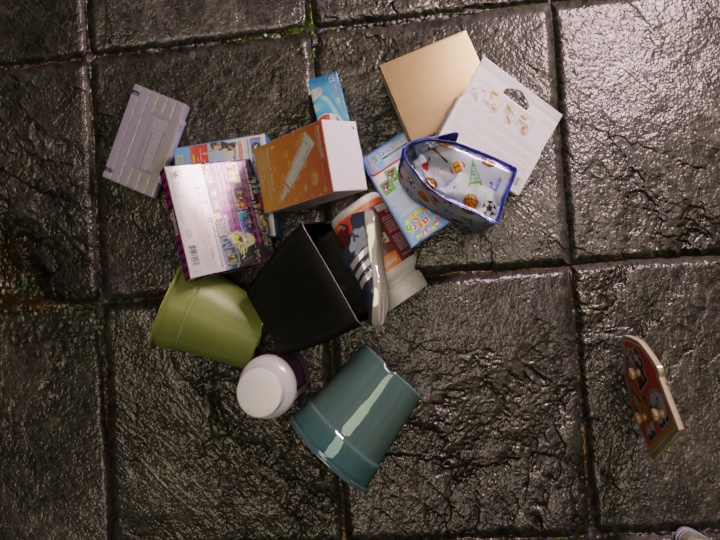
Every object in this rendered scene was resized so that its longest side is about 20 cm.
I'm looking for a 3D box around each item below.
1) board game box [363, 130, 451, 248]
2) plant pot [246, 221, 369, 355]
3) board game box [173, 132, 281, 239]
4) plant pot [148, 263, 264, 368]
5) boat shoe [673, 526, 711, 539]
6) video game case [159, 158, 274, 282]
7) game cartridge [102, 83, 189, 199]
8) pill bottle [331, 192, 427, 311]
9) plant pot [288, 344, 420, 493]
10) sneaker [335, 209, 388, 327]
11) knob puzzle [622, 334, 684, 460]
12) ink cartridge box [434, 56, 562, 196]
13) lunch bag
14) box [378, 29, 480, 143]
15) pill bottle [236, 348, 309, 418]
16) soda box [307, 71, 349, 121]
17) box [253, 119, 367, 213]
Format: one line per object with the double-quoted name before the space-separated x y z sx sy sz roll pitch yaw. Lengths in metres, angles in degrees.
"board game box" 0.110 -0.168 1.189 0.148 0.037 0.204 -30 85 3
"plant pot" -0.092 0.045 1.135 0.175 0.199 0.203 -34 86 15
"board game box" -0.266 -0.154 1.216 0.188 0.056 0.208 -7 88 6
"plant pot" -0.276 0.094 1.160 0.185 0.200 0.205 26 91 -7
"boat shoe" 0.671 0.544 1.104 0.195 0.062 0.074 26 91 4
"video game case" -0.260 -0.097 1.114 0.177 0.035 0.207 -14 87 -38
"game cartridge" -0.441 -0.264 1.248 0.126 0.038 0.206 21 90 2
"pill bottle" 0.038 -0.034 1.154 0.112 0.114 0.204 -32 85 4
"plant pot" 0.001 0.262 1.121 0.199 0.200 0.197 41 85 5
"sneaker" 0.000 0.000 1.073 0.081 0.075 0.208 -7 83 14
"knob puzzle" 0.497 0.212 1.072 0.029 0.220 0.228 -11 87 5
"ink cartridge box" 0.260 -0.270 1.151 0.196 0.044 0.177 31 90 -10
"lunch bag" 0.161 -0.162 1.081 0.194 0.170 0.127 22 86 3
"box" 0.152 -0.357 1.176 0.195 0.021 0.168 -24 86 -8
"pill bottle" -0.164 0.210 1.124 0.108 0.200 0.117 0 88 5
"soda box" -0.048 -0.276 1.192 0.062 0.068 0.207 -15 87 4
"box" -0.096 -0.189 1.127 0.196 0.096 0.129 -10 91 42
